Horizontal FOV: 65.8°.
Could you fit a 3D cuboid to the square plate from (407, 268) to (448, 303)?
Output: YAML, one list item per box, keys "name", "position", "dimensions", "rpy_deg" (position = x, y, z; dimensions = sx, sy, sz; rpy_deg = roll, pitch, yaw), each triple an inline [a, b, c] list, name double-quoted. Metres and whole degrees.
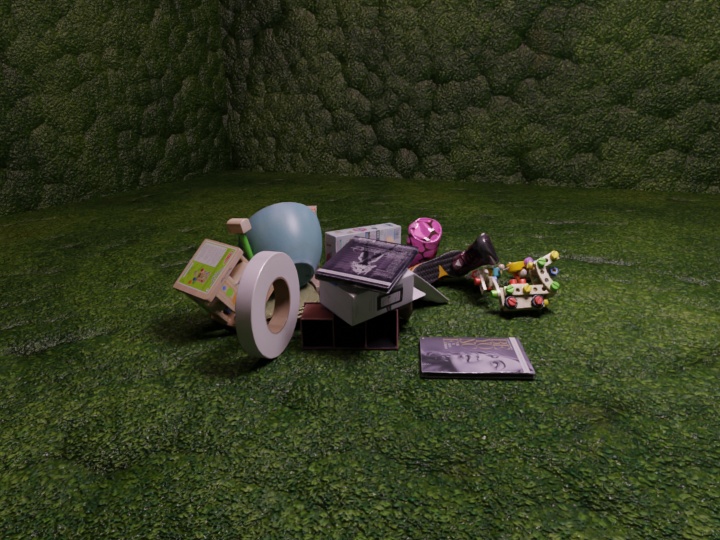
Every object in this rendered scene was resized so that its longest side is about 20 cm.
- name: "square plate"
  position: [0.086, 0.019, 1.326]
  dimensions: [0.197, 0.029, 0.199]
  rpy_deg: [20, -10, 47]

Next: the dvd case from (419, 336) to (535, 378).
- name: "dvd case"
  position: [0.210, 0.160, 1.039]
  dimensions: [0.196, 0.016, 0.149]
  rpy_deg: [0, 17, 4]

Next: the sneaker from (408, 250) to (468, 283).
- name: "sneaker"
  position: [0.197, -0.005, 1.456]
  dimensions: [0.198, 0.071, 0.090]
  rpy_deg: [-15, 4, -28]

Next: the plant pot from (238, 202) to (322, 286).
- name: "plant pot"
  position: [-0.171, -0.037, 1.287]
  dimensions: [0.197, 0.202, 0.136]
  rpy_deg: [-9, 51, -23]

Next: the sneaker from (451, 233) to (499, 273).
- name: "sneaker"
  position: [0.273, -0.028, 1.355]
  dimensions: [0.114, 0.077, 0.200]
  rpy_deg: [-24, -13, 14]

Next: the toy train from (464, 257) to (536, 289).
- name: "toy train"
  position: [0.377, 0.015, 1.437]
  dimensions: [0.197, 0.057, 0.150]
  rpy_deg: [-12, -9, -1]

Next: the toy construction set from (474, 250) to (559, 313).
- name: "toy construction set"
  position: [0.361, 0.030, 1.263]
  dimensions: [0.196, 0.133, 0.092]
  rpy_deg: [-8, -21, 9]

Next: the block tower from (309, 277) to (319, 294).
- name: "block tower"
  position: [-0.076, 0.061, 1.307]
  dimensions: [0.057, 0.055, 0.200]
  rpy_deg: [-8, 20, -18]

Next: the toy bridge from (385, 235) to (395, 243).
- name: "toy bridge"
  position: [0.000, 0.000, 1.225]
  dimensions: [0.198, 0.027, 0.067]
  rpy_deg: [-32, 40, 1]

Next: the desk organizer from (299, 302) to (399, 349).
- name: "desk organizer"
  position: [-0.020, 0.111, 1.118]
  dimensions: [0.196, 0.073, 0.077]
  rpy_deg: [0, 20, 3]

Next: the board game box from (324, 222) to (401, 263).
- name: "board game box"
  position: [0.008, -0.037, 1.455]
  dimensions: [0.197, 0.150, 0.064]
  rpy_deg: [-11, 21, -30]

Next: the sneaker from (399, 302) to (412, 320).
- name: "sneaker"
  position: [0.035, 0.050, 1.254]
  dimensions: [0.070, 0.076, 0.199]
  rpy_deg: [-37, 48, -22]

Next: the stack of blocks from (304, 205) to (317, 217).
- name: "stack of blocks"
  position: [-0.140, -0.064, 1.462]
  dimensions: [0.057, 0.203, 0.115]
  rpy_deg: [-2, 18, -1]

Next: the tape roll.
- name: "tape roll"
  position: [-0.172, 0.065, 1.059]
  dimensions: [0.036, 0.206, 0.203]
  rpy_deg: [4, 18, 19]

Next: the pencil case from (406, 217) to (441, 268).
- name: "pencil case"
  position: [0.159, -0.064, 1.474]
  dimensions: [0.093, 0.201, 0.091]
  rpy_deg: [33, 67, 13]

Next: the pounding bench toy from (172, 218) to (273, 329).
- name: "pounding bench toy"
  position: [-0.266, 0.007, 1.205]
  dimensions: [0.123, 0.156, 0.202]
  rpy_deg: [13, 65, 38]

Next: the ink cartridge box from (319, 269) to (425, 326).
- name: "ink cartridge box"
  position: [0.028, 0.030, 1.124]
  dimensions: [0.198, 0.069, 0.115]
  rpy_deg: [-19, 33, -34]

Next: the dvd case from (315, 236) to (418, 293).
- name: "dvd case"
  position: [0.018, -0.016, 1.102]
  dimensions: [0.146, 0.016, 0.200]
  rpy_deg: [11, 27, 19]

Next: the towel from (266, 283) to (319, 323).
- name: "towel"
  position: [-0.164, 0.076, 1.265]
  dimensions: [0.146, 0.037, 0.200]
  rpy_deg: [-18, 20, -17]
